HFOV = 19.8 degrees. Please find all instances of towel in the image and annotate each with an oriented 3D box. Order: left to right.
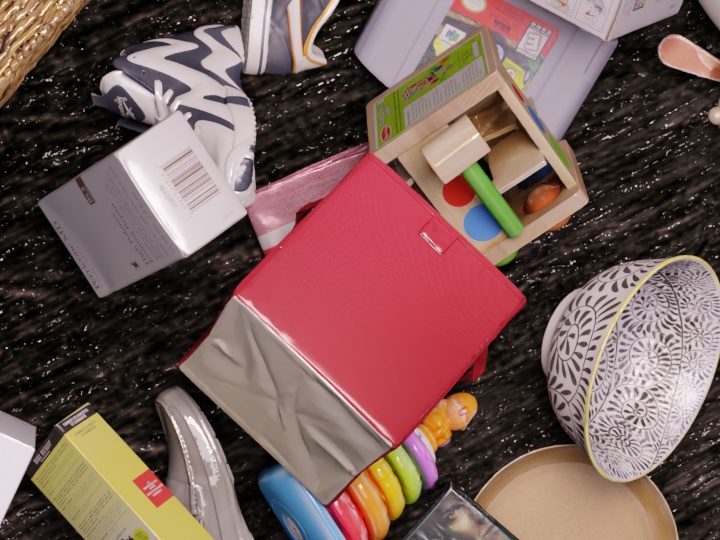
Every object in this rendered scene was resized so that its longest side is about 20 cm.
[{"bbox_3d":[0.000,0.000,1.779,0.143,0.023,0.201,-24,94,-5],"label":"towel"}]

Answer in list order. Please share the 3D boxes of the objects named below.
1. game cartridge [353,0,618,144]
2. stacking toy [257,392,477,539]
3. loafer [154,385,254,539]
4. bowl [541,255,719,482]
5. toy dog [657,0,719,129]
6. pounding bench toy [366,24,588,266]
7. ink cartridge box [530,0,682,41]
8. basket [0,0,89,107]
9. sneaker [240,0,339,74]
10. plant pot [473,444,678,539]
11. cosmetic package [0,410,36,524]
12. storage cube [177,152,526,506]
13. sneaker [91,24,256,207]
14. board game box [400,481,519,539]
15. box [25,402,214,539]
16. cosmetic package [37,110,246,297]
[{"bbox_3d":[0.103,-0.184,1.756,0.199,0.041,0.133,25,115,-12],"label":"game cartridge"},{"bbox_3d":[0.022,0.166,1.758,0.200,0.116,0.110,-34,90,-19],"label":"stacking toy"},{"bbox_3d":[-0.139,0.198,1.743,0.069,0.070,0.201,-20,94,-15],"label":"loafer"},{"bbox_3d":[0.216,0.071,1.755,0.200,0.094,0.202,-25,125,-41],"label":"bowl"},{"bbox_3d":[0.307,-0.216,1.770,0.096,0.132,0.201,-12,83,-29],"label":"toy dog"},{"bbox_3d":[0.101,-0.076,1.676,0.124,0.200,0.156,-33,110,12],"label":"pounding bench toy"},{"bbox_3d":[0.175,-0.282,1.706,0.200,0.175,0.084,32,122,24],"label":"ink cartridge box"},{"bbox_3d":[-0.325,-0.213,1.672,0.149,0.143,0.200,40,86,-7],"label":"basket"},{"bbox_3d":[-0.057,-0.263,1.730,0.079,0.079,0.201,1,112,-10],"label":"sneaker"},{"bbox_3d":[0.180,0.252,1.805,0.199,0.027,0.201,0,91,-8],"label":"plant pot"},{"bbox_3d":[-0.327,0.217,1.679,0.051,0.151,0.201,25,89,-7],"label":"cosmetic package"},{"bbox_3d":[-0.008,0.051,1.646,0.200,0.171,0.180,44,60,0],"label":"storage cube"},{"bbox_3d":[-0.154,-0.124,1.685,0.129,0.080,0.200,-5,53,-7],"label":"sneaker"},{"bbox_3d":[0.063,0.300,1.770,0.135,0.028,0.200,40,97,-3],"label":"board game box"},{"bbox_3d":[-0.188,0.209,1.708,0.200,0.050,0.075,46,128,9],"label":"box"},{"bbox_3d":[-0.180,-0.050,1.660,0.074,0.200,0.102,-36,96,-29],"label":"cosmetic package"}]
